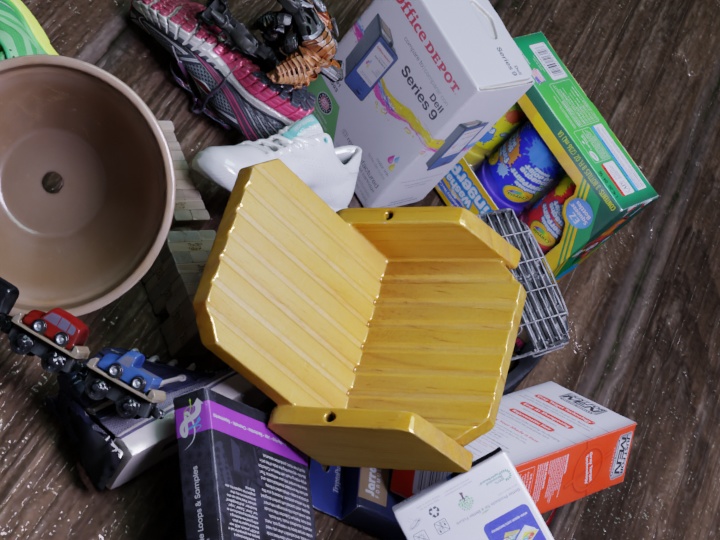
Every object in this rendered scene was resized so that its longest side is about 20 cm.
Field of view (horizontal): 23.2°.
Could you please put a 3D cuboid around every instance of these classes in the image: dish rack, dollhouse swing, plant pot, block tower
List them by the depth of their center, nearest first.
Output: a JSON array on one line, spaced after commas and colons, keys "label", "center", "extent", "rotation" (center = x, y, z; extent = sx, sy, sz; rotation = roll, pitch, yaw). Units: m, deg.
[{"label": "dollhouse swing", "center": [0.004, 0.020, 1.330], "extent": [0.176, 0.181, 0.201], "rotation": [57, 42, -47]}, {"label": "plant pot", "center": [-0.242, -0.067, 1.366], "extent": [0.201, 0.201, 0.093], "rotation": [38, 2, -8]}, {"label": "block tower", "center": [-0.159, -0.028, 1.465], "extent": [0.054, 0.058, 0.201], "rotation": [-3, 62, -40]}, {"label": "dish rack", "center": [0.085, 0.025, 1.517], "extent": [0.199, 0.055, 0.154], "rotation": [-14, 76, -36]}]

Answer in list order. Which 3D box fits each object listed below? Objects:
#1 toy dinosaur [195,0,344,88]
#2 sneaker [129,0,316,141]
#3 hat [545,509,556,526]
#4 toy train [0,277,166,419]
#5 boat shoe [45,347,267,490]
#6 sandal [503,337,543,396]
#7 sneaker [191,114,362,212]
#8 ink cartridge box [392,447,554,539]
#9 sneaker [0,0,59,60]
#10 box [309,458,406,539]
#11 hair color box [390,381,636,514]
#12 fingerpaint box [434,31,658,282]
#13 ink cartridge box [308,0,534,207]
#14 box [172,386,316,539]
[{"label": "toy dinosaur", "center": [-0.061, -0.214, 1.559], "extent": [0.136, 0.102, 0.200], "rotation": [44, 0, -16]}, {"label": "sneaker", "center": [-0.137, -0.181, 1.595], "extent": [0.200, 0.075, 0.081], "rotation": [41, 25, 14]}, {"label": "hat", "center": [0.113, 0.297, 1.436], "extent": [0.176, 0.199, 0.166], "rotation": [-136, -157, -87]}, {"label": "toy train", "center": [-0.224, 0.050, 1.292], "extent": [0.200, 0.046, 0.034], "rotation": [30, -1, 11]}, {"label": "boat shoe", "center": [-0.151, 0.089, 1.364], "extent": [0.093, 0.075, 0.200], "rotation": [49, 40, 14]}, {"label": "sandal", "center": [0.128, 0.089, 1.596], "extent": [0.045, 0.075, 0.200], "rotation": [41, 34, 6]}, {"label": "sneaker", "center": [-0.068, -0.098, 1.528], "extent": [0.075, 0.089, 0.200], "rotation": [33, 12, 30]}, {"label": "ink cartridge box", "center": [0.113, 0.244, 1.327], "extent": [0.201, 0.099, 0.039], "rotation": [62, -1, 0]}, {"label": "sneaker", "center": [-0.274, -0.152, 1.460], "extent": [0.200, 0.074, 0.084], "rotation": [42, 38, 10]}, {"label": "box", "center": [0.050, 0.180, 1.486], "extent": [0.199, 0.032, 0.121], "rotation": [25, 46, -20]}, {"label": "hair color box", "center": [0.130, 0.155, 1.466], "extent": [0.200, 0.062, 0.101], "rotation": [-12, 29, -44]}, {"label": "fingerpaint box", "center": [0.160, -0.098, 1.693], "extent": [0.073, 0.167, 0.200], "rotation": [-20, 72, -48]}, {"label": "ink cartridge box", "center": [0.049, -0.171, 1.635], "extent": [0.087, 0.200, 0.146], "rotation": [-15, 69, -44]}, {"label": "box", "center": [-0.080, 0.200, 1.298], "extent": [0.143, 0.036, 0.201], "rotation": [32, 44, -56]}]
